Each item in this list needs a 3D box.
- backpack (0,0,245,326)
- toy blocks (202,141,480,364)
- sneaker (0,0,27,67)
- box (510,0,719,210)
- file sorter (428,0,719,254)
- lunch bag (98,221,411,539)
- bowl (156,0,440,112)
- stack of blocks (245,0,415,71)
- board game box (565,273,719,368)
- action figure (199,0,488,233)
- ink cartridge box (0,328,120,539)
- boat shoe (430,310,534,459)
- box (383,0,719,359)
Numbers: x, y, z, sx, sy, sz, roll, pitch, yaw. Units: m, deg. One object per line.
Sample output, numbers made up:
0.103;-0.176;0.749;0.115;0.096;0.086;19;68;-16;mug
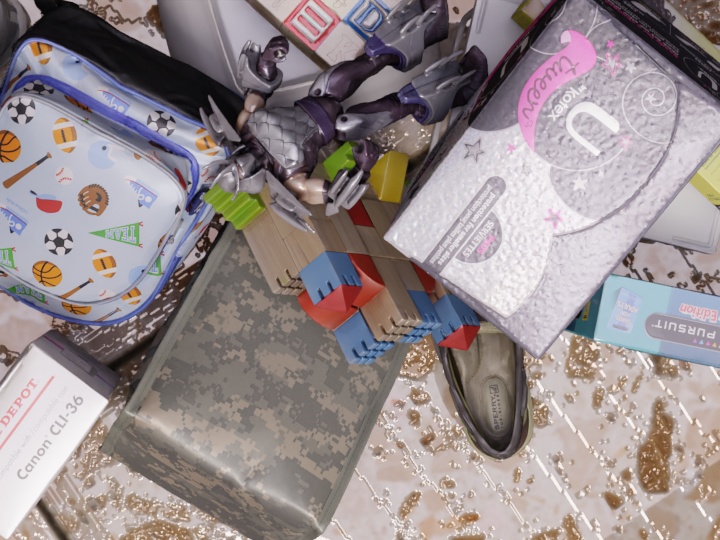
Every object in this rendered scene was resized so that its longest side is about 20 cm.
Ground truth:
-0.184;-0.057;1.225;0.199;0.154;0.191;31;124;0;backpack
0.000;0.000;1.206;0.100;0.199;0.137;-38;66;26;toy blocks
-0.321;-0.130;1.238;0.200;0.115;0.075;-45;94;-2;sneaker
0.198;-0.129;1.187;0.200;0.050;0.075;41;88;-5;box
0.156;-0.102;1.270;0.198;0.125;0.140;13;90;-5;file sorter
-0.065;0.072;1.260;0.163;0.118;0.201;30;63;-4;lunch bag
-0.044;-0.197;1.279;0.198;0.075;0.201;-15;93;-5;bowl
-0.049;-0.236;1.211;0.200;0.059;0.115;41;88;-5;stack of blocks
0.217;0.036;1.241;0.150;0.200;0.047;12;91;-4;board game box
-0.017;-0.104;1.143;0.199;0.069;0.130;-33;77;-19;action figure
-0.225;0.109;1.210;0.067;0.200;0.117;36;89;-4;ink cartridge box
0.086;0.039;1.297;0.073;0.065;0.202;-18;90;0;boat shoe
0.126;-0.071;1.120;0.132;0.115;0.200;37;110;-3;box
